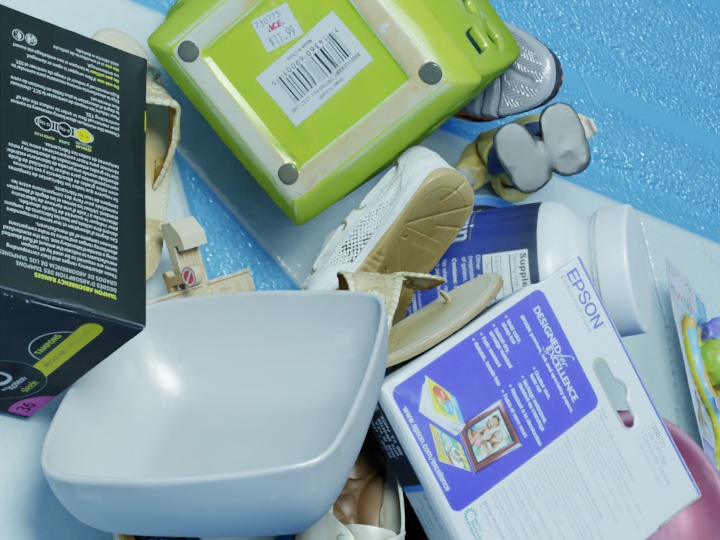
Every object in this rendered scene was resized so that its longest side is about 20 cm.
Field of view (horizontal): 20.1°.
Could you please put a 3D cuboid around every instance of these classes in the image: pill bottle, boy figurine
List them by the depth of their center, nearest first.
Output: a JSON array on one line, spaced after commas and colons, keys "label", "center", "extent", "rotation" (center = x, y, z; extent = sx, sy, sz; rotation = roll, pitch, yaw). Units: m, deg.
[{"label": "pill bottle", "center": [0.107, 0.011, 1.485], "extent": [0.116, 0.199, 0.117], "rotation": [-7, 90, -75]}, {"label": "boy figurine", "center": [0.127, -0.090, 1.622], "extent": [0.124, 0.200, 0.065], "rotation": [-23, 89, -5]}]

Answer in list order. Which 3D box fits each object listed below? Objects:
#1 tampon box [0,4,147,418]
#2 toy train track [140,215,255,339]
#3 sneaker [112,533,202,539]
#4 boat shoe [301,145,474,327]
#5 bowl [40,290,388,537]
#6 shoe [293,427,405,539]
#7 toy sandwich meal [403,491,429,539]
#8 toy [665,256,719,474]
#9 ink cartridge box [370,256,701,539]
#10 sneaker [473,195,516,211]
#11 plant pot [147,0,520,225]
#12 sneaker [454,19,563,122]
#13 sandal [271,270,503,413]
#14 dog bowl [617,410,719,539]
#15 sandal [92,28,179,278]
[{"label": "tampon box", "center": [-0.222, -0.036, 1.271], "extent": [0.126, 0.150, 0.201], "rotation": [18, 56, -32]}, {"label": "toy train track", "center": [-0.090, 0.060, 1.386], "extent": [0.114, 0.032, 0.201], "rotation": [-20, 94, -48]}, {"label": "sneaker", "center": [-0.087, 0.208, 1.259], "extent": [0.077, 0.078, 0.200], "rotation": [-34, 60, -18]}, {"label": "boat shoe", "center": [0.000, 0.000, 1.430], "extent": [0.071, 0.200, 0.069], "rotation": [32, 12, -39]}, {"label": "bowl", "center": [-0.083, 0.096, 1.261], "extent": [0.200, 0.199, 0.075], "rotation": [-67, 150, -55]}, {"label": "shoe", "center": [-0.006, 0.163, 1.341], "extent": [0.069, 0.054, 0.201], "rotation": [14, 43, -11]}, {"label": "toy sandwich meal", "center": [0.045, 0.163, 1.451], "extent": [0.204, 0.070, 0.206], "rotation": [21, 53, -32]}, {"label": "toy", "center": [0.308, 0.094, 1.715], "extent": [0.115, 0.047, 0.201], "rotation": [41, 40, -57]}, {"label": "ink cartridge box", "center": [0.118, 0.122, 1.386], "extent": [0.199, 0.043, 0.199], "rotation": [-31, 97, -32]}, {"label": "sneaker", "center": [0.114, -0.006, 1.613], "extent": [0.199, 0.070, 0.078], "rotation": [8, 56, -39]}, {"label": "plant pot", "center": [-0.023, -0.159, 1.442], "extent": [0.199, 0.200, 0.182], "rotation": [51, 16, -6]}, {"label": "sneaker", "center": [0.104, -0.156, 1.607], "extent": [0.112, 0.199, 0.078], "rotation": [6, 94, -43]}, {"label": "sandal", "center": [-0.005, 0.036, 1.361], "extent": [0.211, 0.078, 0.070], "rotation": [-33, 103, -9]}, {"label": "dog bowl", "center": [0.213, 0.199, 1.579], "extent": [0.199, 0.074, 0.201], "rotation": [22, 53, -32]}, {"label": "sandal", "center": [-0.149, -0.091, 1.416], "extent": [0.077, 0.070, 0.213], "rotation": [20, 55, -33]}]
